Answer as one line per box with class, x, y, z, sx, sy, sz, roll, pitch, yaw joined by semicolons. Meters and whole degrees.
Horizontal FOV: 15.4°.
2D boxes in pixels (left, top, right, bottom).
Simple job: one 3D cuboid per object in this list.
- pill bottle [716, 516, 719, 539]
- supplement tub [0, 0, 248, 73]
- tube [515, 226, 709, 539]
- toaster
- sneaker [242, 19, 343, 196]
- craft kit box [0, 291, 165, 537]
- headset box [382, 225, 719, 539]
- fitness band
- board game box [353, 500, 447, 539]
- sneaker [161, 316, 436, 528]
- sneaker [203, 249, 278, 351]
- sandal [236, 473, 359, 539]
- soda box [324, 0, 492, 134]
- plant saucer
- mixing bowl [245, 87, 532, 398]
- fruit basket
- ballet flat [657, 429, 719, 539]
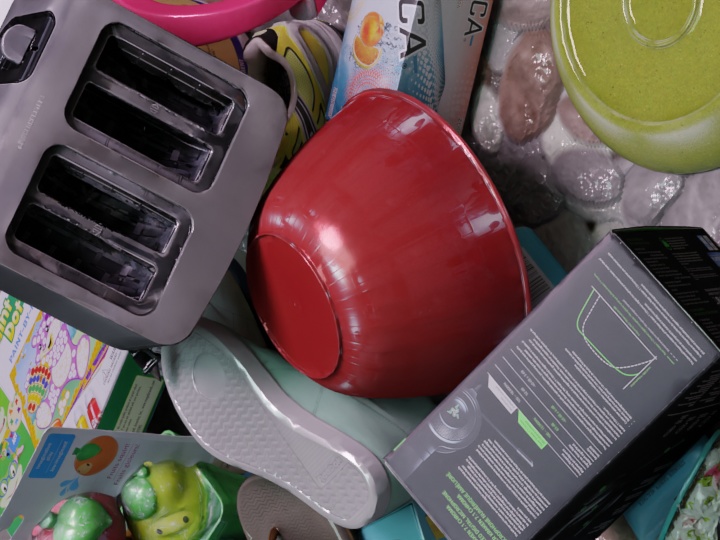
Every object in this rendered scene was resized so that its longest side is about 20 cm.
pill bottle;0.253;0.178;1.452;0.111;0.112;0.201;-11;82;41
supplement tub;-0.178;-0.118;1.787;0.145;0.199;0.146;-1;88;41
tube;0.139;0.064;1.604;0.078;0.050;0.200;-50;64;31
toaster;-0.155;-0.055;1.625;0.182;0.199;0.119;-65;18;-9
sneaker;-0.050;-0.065;1.753;0.075;0.076;0.201;-6;87;39
craft kit box;-0.212;0.082;1.885;0.198;0.048;0.201;49;121;53
headset box;0.129;0.077;1.493;0.200;0.174;0.093;-47;74;19
fitness band;-0.080;-0.204;1.720;0.143;0.200;0.038;2;128;20
board game box;0.001;0.253;1.718;0.200;0.047;0.152;-30;70;37
sneaker;-0.031;0.088;1.701;0.200;0.118;0.074;36;121;27
sneaker;-0.078;0.085;1.754;0.201;0.080;0.076;62;147;18
sandal;-0.033;0.217;1.680;0.082;0.054;0.201;-31;70;38
soda box;0.042;-0.180;1.677;0.063;0.068;0.201;23;105;46
plant saucer;0.184;-0.158;1.577;0.199;0.031;0.201;-2;87;42
mixing bowl;0.000;0.000;1.624;0.200;0.108;0.201;39;142;39
fruit basket;-0.163;0.184;1.765;0.094;0.199;0.186;46;117;33
ballet flat;0.191;0.183;1.545;0.064;0.076;0.201;33;119;15
